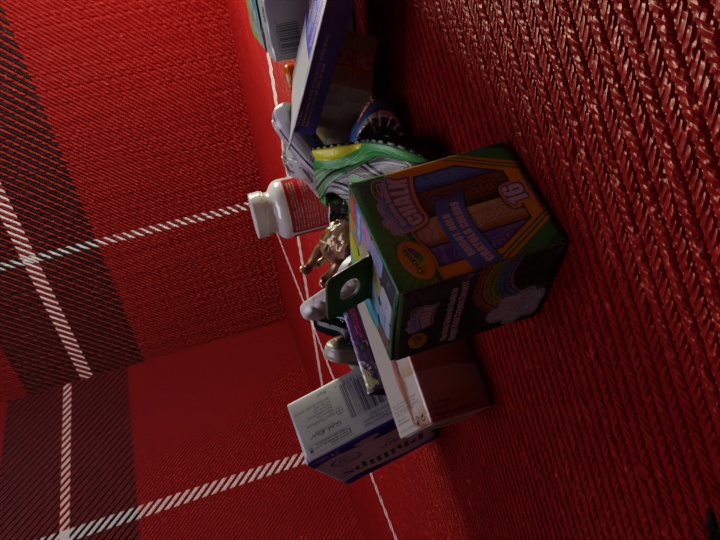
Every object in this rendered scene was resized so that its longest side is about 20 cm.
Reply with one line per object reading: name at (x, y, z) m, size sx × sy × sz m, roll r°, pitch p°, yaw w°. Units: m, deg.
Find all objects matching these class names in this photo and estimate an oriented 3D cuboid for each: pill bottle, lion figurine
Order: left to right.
pill bottle at (-0.105, -0.125, 1.265) m, size 0.112 × 0.198 × 0.114 m, roll 165°, pitch 90°, yaw -78°
lion figurine at (-0.027, -0.038, 1.027) m, size 0.072 × 0.123 × 0.200 m, roll 37°, pitch -171°, yaw -4°

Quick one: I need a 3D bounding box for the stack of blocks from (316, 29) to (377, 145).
stack of blocks at (-0.033, -0.263, 0.982) m, size 0.200 × 0.058 × 0.117 m, roll 134°, pitch 143°, yaw -67°

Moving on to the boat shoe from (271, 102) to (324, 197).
boat shoe at (-0.081, -0.158, 0.976) m, size 0.200 × 0.066 × 0.074 m, roll 45°, pitch -155°, yaw -50°

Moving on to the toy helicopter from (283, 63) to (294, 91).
toy helicopter at (-0.068, -0.285, 1.204) m, size 0.201 × 0.078 × 0.133 m, roll -122°, pitch 19°, yaw -45°

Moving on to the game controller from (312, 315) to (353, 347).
game controller at (0.006, 0.089, 1.067) m, size 0.199 × 0.104 × 0.043 m, roll 9°, pitch -77°, yaw -64°

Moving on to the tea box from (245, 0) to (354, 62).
tea box at (-0.105, -0.449, 1.020) m, size 0.197 × 0.132 × 0.202 m, roll -120°, pitch 19°, yaw -55°

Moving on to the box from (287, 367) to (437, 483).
box at (0.010, 0.243, 1.085) m, size 0.106 × 0.182 × 0.200 m, roll 65°, pitch -174°, yaw 30°

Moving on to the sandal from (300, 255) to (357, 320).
sandal at (-0.002, -0.002, 0.913) m, size 0.050 × 0.201 × 0.082 m, roll 59°, pitch -176°, yaw 18°

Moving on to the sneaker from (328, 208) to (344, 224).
sneaker at (-0.012, -0.070, 1.174) m, size 0.080 × 0.073 × 0.202 m, roll -106°, pitch 0°, yaw -53°

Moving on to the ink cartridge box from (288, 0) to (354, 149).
ink cartridge box at (-0.051, -0.282, 0.850) m, size 0.201 × 0.043 × 0.199 m, roll -93°, pitch 19°, yaw -48°

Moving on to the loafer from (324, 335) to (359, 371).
loafer at (0.013, 0.150, 1.101) m, size 0.070 × 0.199 × 0.071 m, roll 24°, pitch 97°, yaw 43°

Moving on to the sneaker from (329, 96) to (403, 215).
sneaker at (0.012, -0.155, 0.947) m, size 0.201 × 0.078 × 0.090 m, roll 119°, pitch 165°, yaw -44°

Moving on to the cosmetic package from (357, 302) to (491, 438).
cosmetic package at (0.078, 0.100, 0.873) m, size 0.087 × 0.102 × 0.202 m, roll -46°, pitch 59°, yaw 53°

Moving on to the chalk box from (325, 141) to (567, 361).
chalk box at (0.058, -0.011, 0.612) m, size 0.125 × 0.198 × 0.125 m, roll 92°, pitch 159°, yaw -56°

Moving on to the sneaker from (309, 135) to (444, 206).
sneaker at (0.022, -0.118, 0.823) m, size 0.199 × 0.078 × 0.086 m, roll 2°, pitch 102°, yaw 45°

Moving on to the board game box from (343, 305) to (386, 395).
board game box at (0.050, 0.120, 0.979) m, size 0.199 × 0.032 × 0.121 m, roll 18°, pitch -134°, yaw -59°

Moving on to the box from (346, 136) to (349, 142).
box at (0.022, -0.109, 1.044) m, size 0.083 × 0.049 × 0.202 m, roll 99°, pitch 154°, yaw -62°
